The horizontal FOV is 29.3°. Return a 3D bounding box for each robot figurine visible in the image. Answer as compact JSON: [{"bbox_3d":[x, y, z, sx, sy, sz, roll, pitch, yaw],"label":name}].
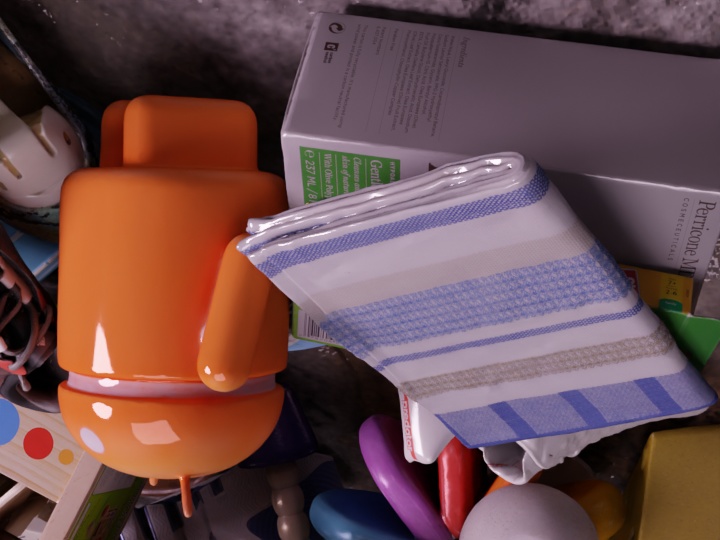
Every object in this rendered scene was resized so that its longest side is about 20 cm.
[{"bbox_3d":[-0.092,0.016,0.682,0.144,0.200,0.117,3,-177,25],"label":"robot figurine"}]

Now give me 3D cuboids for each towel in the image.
[{"bbox_3d":[0.058,0.021,0.624,0.147,0.024,0.200,-14,140,32],"label":"towel"}]

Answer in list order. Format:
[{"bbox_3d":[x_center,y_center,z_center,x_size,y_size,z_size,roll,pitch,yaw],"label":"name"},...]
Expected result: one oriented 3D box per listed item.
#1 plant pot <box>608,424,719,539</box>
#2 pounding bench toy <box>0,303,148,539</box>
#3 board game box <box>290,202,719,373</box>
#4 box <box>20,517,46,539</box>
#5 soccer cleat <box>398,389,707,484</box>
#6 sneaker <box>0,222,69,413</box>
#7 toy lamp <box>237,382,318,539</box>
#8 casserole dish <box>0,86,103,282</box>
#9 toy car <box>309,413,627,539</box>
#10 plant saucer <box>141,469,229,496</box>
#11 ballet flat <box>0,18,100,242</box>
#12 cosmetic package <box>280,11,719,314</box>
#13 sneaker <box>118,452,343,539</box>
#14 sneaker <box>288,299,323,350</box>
[{"bbox_3d":[0.241,0.205,0.841,0.176,0.200,0.200,14,143,5],"label":"plant pot"},{"bbox_3d":[-0.202,0.072,0.846,0.156,0.200,0.124,27,179,9],"label":"pounding bench toy"},{"bbox_3d":[0.067,0.021,0.664,0.200,0.030,0.096,14,148,4],"label":"board game box"},{"bbox_3d":[-0.322,0.175,1.076,0.200,0.068,0.082,12,143,3],"label":"box"},{"bbox_3d":[0.110,0.080,0.777,0.200,0.085,0.069,10,171,-26],"label":"soccer cleat"},{"bbox_3d":[-0.184,0.010,0.683,0.082,0.077,0.200,27,159,23],"label":"sneaker"},{"bbox_3d":[-0.045,0.175,0.914,0.058,0.200,0.058,-10,-179,0],"label":"toy lamp"},{"bbox_3d":[-0.213,-0.039,0.797,0.121,0.039,0.200,33,139,-23],"label":"casserole dish"},{"bbox_3d":[0.056,0.151,0.865,0.200,0.175,0.150,-28,89,11],"label":"toy car"},{"bbox_3d":[-0.174,0.109,0.979,0.200,0.032,0.200,9,143,7],"label":"plant saucer"},{"bbox_3d":[-0.185,-0.083,0.676,0.074,0.074,0.200,-15,126,32],"label":"ballet flat"},{"bbox_3d":[0.070,-0.050,0.657,0.200,0.085,0.108,8,146,9],"label":"cosmetic package"},{"bbox_3d":[-0.111,0.185,0.984,0.199,0.081,0.115,-13,171,-21],"label":"sneaker"},{"bbox_3d":[0.000,0.000,0.768,0.200,0.078,0.090,-12,175,13],"label":"sneaker"}]
